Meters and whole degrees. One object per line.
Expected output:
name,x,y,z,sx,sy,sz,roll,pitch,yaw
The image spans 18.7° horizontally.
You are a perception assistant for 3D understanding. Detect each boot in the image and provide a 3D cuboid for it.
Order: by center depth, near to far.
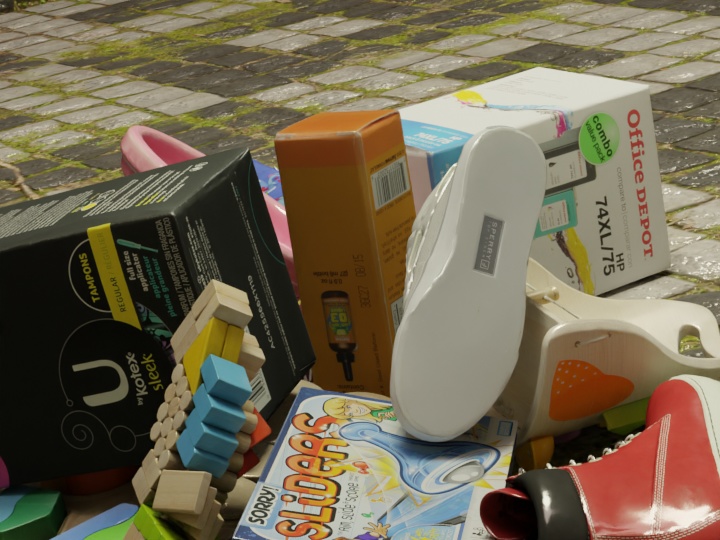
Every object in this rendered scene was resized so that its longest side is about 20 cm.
boot,0.134,0.108,1.180,0.143,0.073,0.200,2,20,0
boot,0.057,0.017,1.299,0.073,0.201,0.096,23,-22,-8

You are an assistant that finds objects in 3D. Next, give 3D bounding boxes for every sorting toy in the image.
sorting toy,-0.152,0.143,1.318,0.184,0.037,0.199,4,21,38
sorting toy,0.162,0.052,1.361,0.178,0.108,0.200,-6,15,-16

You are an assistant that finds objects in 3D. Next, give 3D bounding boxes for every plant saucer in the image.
plant saucer,-0.098,-0.031,1.602,0.200,0.051,0.201,34,7,-5

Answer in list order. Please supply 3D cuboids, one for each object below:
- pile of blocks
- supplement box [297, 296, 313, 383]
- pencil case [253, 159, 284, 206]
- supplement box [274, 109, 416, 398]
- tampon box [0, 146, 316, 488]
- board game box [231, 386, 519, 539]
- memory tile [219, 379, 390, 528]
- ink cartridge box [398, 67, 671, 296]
pile of blocks,-0.078,0.110,1.184,0.062,0.202,0.082,22,-12,-31
supplement box,-0.125,0.065,1.519,0.198,0.061,0.109,-4,16,22
pencil case,-0.063,-0.044,1.813,0.087,0.078,0.199,-41,29,-19
supplement box,0.000,0.000,1.421,0.066,0.202,0.069,0,15,29
tampon box,-0.154,0.031,1.336,0.198,0.151,0.126,-13,15,23
board game box,0.012,0.128,1.205,0.134,0.035,0.200,8,21,6
memory tile,-0.013,0.117,1.298,0.152,0.017,0.200,10,21,11
ink cartridge box,0.106,-0.053,1.633,0.199,0.148,0.146,-19,18,-28
